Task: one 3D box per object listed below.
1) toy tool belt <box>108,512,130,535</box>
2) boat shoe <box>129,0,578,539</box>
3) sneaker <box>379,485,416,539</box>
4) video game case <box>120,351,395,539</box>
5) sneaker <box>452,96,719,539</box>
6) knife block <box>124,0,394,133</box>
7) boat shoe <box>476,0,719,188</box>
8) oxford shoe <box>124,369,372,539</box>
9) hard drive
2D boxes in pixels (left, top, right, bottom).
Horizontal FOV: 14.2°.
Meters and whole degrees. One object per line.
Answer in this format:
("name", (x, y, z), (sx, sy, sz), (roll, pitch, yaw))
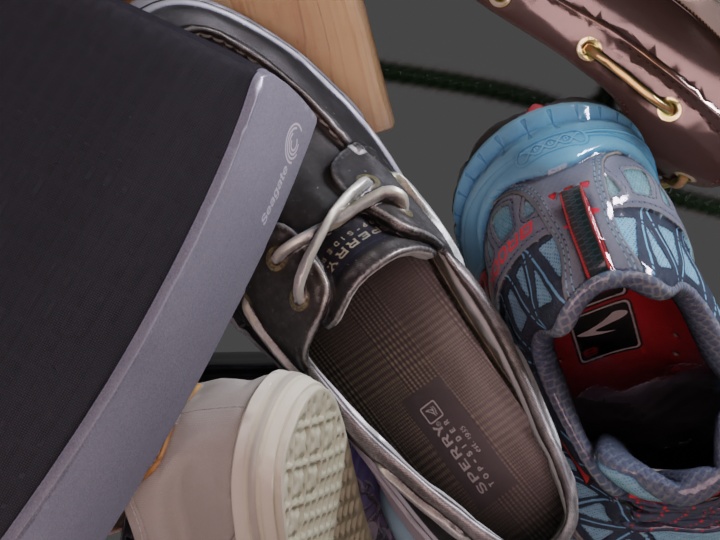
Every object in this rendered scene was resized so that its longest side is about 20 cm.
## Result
("toy tool belt", (-0.158, 0.034, 0.878), (0.200, 0.123, 0.125), (-2, 86, -13))
("boat shoe", (0.000, 0.000, 0.806), (0.072, 0.071, 0.200), (-41, 92, -14))
("sneaker", (0.051, 0.141, 0.896), (0.082, 0.074, 0.200), (-34, 109, 7))
("video game case", (-0.023, 0.123, 0.885), (0.143, 0.019, 0.200), (1, 103, -45))
("sneaker", (0.083, 0.050, 0.857), (0.079, 0.096, 0.200), (-26, 127, 5))
("knife block", (-0.042, -0.157, 0.856), (0.200, 0.064, 0.176), (30, 99, -6))
("boat shoe", (0.092, -0.062, 0.875), (0.200, 0.072, 0.060), (42, 103, -4))
("oxford shoe", (-0.030, 0.099, 0.821), (0.058, 0.075, 0.200), (7, 138, 16))
("hard drive", (-0.109, 0.008, 0.743), (0.135, 0.042, 0.200), (26, 69, 8))
